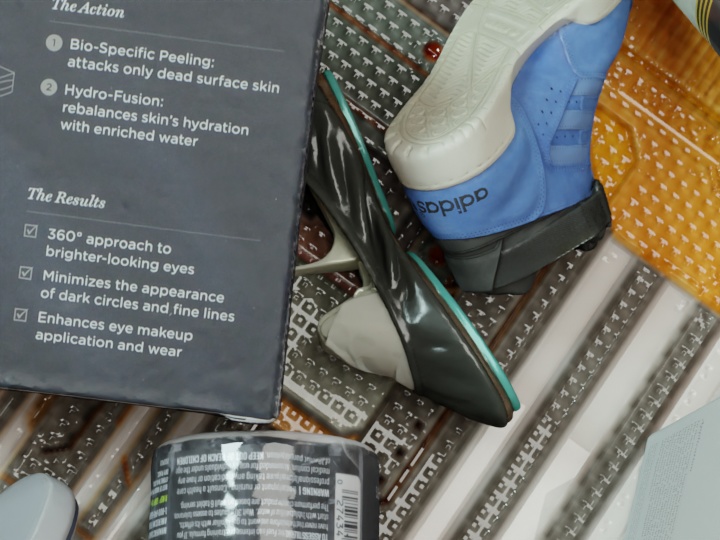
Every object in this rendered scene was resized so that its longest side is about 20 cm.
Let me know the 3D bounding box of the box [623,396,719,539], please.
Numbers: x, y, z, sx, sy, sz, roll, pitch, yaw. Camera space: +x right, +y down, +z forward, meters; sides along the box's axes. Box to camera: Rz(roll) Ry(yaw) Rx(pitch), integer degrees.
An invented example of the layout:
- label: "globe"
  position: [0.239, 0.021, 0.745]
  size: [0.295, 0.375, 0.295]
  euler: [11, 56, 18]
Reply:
- label: "box"
  position: [0.204, 0.120, 1.243]
  size: [0.124, 0.200, 0.098]
  euler: [17, 75, -7]

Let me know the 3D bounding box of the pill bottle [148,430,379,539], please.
- label: "pill bottle"
  position: [-0.045, 0.178, 1.231]
  size: [0.106, 0.106, 0.201]
  euler: [3, 77, -10]

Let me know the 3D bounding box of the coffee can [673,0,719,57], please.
- label: "coffee can"
  position: [0.213, -0.162, 1.304]
  size: [0.146, 0.147, 0.200]
  euler: [-28, 61, -15]

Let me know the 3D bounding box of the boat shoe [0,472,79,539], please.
- label: "boat shoe"
  position: [-0.168, 0.191, 1.232]
  size: [0.070, 0.071, 0.201]
  euler: [35, 68, -30]

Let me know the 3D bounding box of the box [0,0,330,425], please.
- label: "box"
  position: [-0.122, -0.045, 1.227]
  size: [0.196, 0.117, 0.201]
  euler: [7, 93, -3]

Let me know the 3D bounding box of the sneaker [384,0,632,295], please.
- label: "sneaker"
  position: [0.088, -0.068, 1.334]
  size: [0.200, 0.077, 0.111]
  euler: [-54, 130, -43]

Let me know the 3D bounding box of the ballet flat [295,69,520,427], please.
- label: "ballet flat"
  position: [0.000, 0.000, 1.306]
  size: [0.068, 0.068, 0.200]
  euler: [-28, 74, -6]
